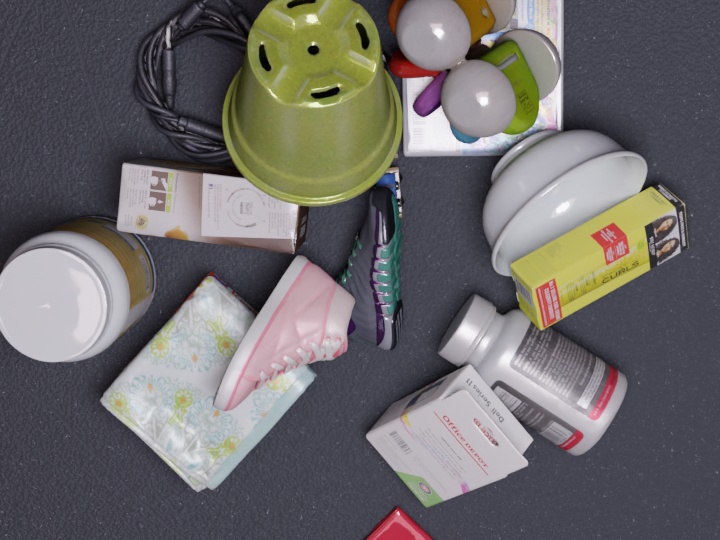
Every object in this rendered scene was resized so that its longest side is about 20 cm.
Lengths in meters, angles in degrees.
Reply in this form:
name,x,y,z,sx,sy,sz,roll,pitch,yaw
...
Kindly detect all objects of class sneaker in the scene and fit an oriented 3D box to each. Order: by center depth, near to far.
name,x,y,z,sx,sy,sz,roll,pitch,yaw
sneaker,-0.075,0.086,1.446,0.105,0.075,0.200,32,65,0
sneaker,0.000,0.000,1.495,0.087,0.074,0.200,4,116,12

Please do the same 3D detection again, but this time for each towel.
name,x,y,z,sx,sy,sz,roll,pitch,yaw
towel,-0.175,0.134,1.508,0.171,0.048,0.200,42,99,-5

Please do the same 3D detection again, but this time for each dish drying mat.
name,x,y,z,sx,sy,sz,roll,pitch,yaw
dish drying mat,0.090,0.379,1.593,0.200,0.018,0.077,44,98,-3

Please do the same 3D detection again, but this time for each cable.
name,x,y,z,sx,sy,sz,roll,pitch,yaw
cable,-0.164,-0.201,1.499,0.163,0.051,0.200,-34,96,8

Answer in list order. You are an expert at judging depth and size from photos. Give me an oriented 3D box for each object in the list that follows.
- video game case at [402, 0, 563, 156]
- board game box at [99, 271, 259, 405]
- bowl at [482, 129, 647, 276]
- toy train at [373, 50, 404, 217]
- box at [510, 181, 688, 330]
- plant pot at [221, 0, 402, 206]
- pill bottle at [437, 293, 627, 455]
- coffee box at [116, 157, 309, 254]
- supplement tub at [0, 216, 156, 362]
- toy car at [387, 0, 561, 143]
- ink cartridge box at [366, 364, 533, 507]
name,x,y,z,sx,sy,sz,roll,pitch,yaw
video game case,0.138,-0.230,1.489,0.182,0.024,0.200,-1,98,4
board game box,-0.185,0.126,1.555,0.151,0.046,0.200,40,99,-3
bowl,0.207,-0.090,1.442,0.201,0.201,0.090,-36,66,8
toy train,0.027,-0.151,1.497,0.034,0.046,0.200,-5,99,5
box,0.266,-0.016,1.459,0.200,0.050,0.075,-27,134,-10
plant pot,-0.048,-0.191,1.357,0.200,0.184,0.201,1,73,-3
pill bottle,0.192,0.113,1.496,0.200,0.111,0.111,33,100,-2
coffee box,-0.162,-0.075,1.487,0.200,0.114,0.080,7,99,3
supplement tub,-0.317,0.021,1.469,0.144,0.200,0.145,1,99,4
toy car,0.105,-0.223,1.415,0.150,0.175,0.200,-30,98,42
ink cartridge box,0.109,0.182,1.477,0.117,0.067,0.200,50,142,-5
